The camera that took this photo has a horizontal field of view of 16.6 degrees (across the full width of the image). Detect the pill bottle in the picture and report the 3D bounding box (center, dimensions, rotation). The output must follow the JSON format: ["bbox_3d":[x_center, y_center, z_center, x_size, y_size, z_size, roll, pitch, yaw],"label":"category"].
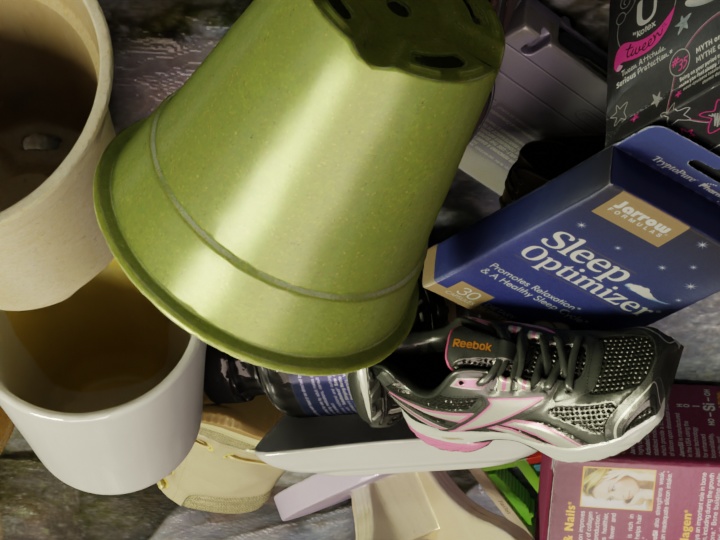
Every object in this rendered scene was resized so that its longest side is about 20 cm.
[{"bbox_3d":[-0.005,0.040,1.641,0.200,0.112,0.112,-5,144,15],"label":"pill bottle"}]

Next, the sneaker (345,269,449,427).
[{"bbox_3d":[0.000,0.000,1.551,0.079,0.200,0.074,-1,-169,45],"label":"sneaker"}]

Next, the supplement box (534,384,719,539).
[{"bbox_3d":[0.227,0.159,1.749,0.200,0.103,0.131,3,122,1],"label":"supplement box"}]

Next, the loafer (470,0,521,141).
[{"bbox_3d":[0.046,-0.123,1.403,0.072,0.063,0.200,28,132,5],"label":"loafer"}]

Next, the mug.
[{"bbox_3d":[-0.158,0.053,1.593,0.149,0.187,0.153,16,150,14],"label":"mug"}]

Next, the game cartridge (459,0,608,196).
[{"bbox_3d":[0.122,-0.085,1.509,0.200,0.038,0.130,32,142,-33],"label":"game cartridge"}]

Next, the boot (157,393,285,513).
[{"bbox_3d":[-0.133,0.107,1.796,0.200,0.073,0.155,21,149,-14],"label":"boot"}]

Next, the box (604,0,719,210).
[{"bbox_3d":[0.250,-0.125,1.359,0.132,0.115,0.200,27,143,-30],"label":"box"}]

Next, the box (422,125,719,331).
[{"bbox_3d":[0.144,-0.012,1.422,0.121,0.032,0.200,26,144,-28],"label":"box"}]

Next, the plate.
[{"bbox_3d":[0.048,0.100,1.672,0.200,0.200,0.032,-4,103,15],"label":"plate"}]

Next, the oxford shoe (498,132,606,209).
[{"bbox_3d":[0.113,-0.043,1.500,0.084,0.073,0.200,46,133,-17],"label":"oxford shoe"}]

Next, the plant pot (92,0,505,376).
[{"bbox_3d":[-0.016,-0.078,1.335,0.200,0.200,0.190,19,130,-19],"label":"plant pot"}]

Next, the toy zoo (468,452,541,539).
[{"bbox_3d":[0.197,0.158,1.863,0.200,0.020,0.131,-11,142,23],"label":"toy zoo"}]

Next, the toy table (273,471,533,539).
[{"bbox_3d":[0.036,0.185,1.799,0.184,0.117,0.200,-16,170,-37],"label":"toy table"}]

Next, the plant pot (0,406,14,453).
[{"bbox_3d":[-0.329,0.067,1.622,0.200,0.186,0.186,11,148,19],"label":"plant pot"}]

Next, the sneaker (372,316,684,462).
[{"bbox_3d":[0.090,0.064,1.457,0.200,0.080,0.086,-11,145,35],"label":"sneaker"}]

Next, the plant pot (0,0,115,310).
[{"bbox_3d":[-0.220,-0.070,1.465,0.200,0.201,0.184,-1,157,11],"label":"plant pot"}]
